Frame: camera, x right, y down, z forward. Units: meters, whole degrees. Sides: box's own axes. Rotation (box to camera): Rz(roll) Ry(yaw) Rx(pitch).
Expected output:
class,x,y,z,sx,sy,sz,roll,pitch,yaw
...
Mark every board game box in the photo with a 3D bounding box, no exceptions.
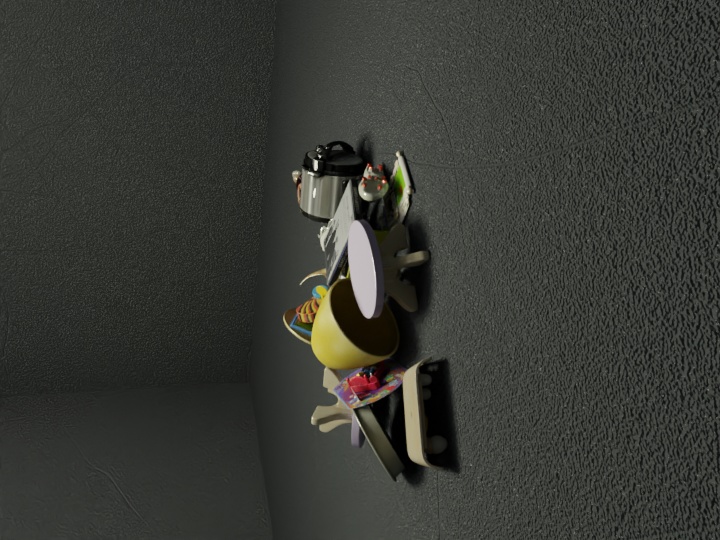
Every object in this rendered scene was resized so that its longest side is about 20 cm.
class,x,y,z,sx,sy,sz,roll,pitch,yaw
board game box,0.016,0.230,1.299,0.040,0.156,0.200,66,167,-13

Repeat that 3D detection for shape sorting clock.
class,x,y,z,sx,sy,sz,roll,pitch,yaw
shape sorting clock,-0.134,0.171,1.726,0.040,0.196,0.200,-68,24,19

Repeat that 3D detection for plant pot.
class,x,y,z,sx,sy,sz,roll,pitch,yaw
plant pot,-0.030,0.141,1.318,0.142,0.198,0.203,-43,44,33

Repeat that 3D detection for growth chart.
class,x,y,z,sx,sy,sz,roll,pitch,yaw
growth chart,0.078,-0.154,1.337,0.146,0.017,0.202,-106,24,-44

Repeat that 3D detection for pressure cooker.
class,x,y,z,sx,sy,sz,roll,pitch,yaw
pressure cooker,-0.075,-0.242,1.565,0.176,0.175,0.204,-119,33,-62

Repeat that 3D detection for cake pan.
class,x,y,z,sx,sy,sz,roll,pitch,yaw
cake pan,0.038,0.360,1.282,0.202,0.036,0.200,59,176,6

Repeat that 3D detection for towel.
class,x,y,z,sx,sy,sz,roll,pitch,yaw
towel,0.011,-0.003,1.354,0.018,0.084,0.203,-121,40,-53

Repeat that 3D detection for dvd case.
class,x,y,z,sx,sy,sz,roll,pitch,yaw
dvd case,-0.043,-0.086,1.365,0.152,0.024,0.202,-97,26,-44

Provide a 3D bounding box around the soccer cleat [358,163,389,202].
class,x,y,z,sx,sy,sz,roll,pitch,yaw
soccer cleat,0.030,-0.188,1.369,0.201,0.068,0.079,-83,0,-65

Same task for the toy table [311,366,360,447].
class,x,y,z,sx,sy,sz,roll,pitch,yaw
toy table,-0.039,0.333,1.452,0.184,0.115,0.204,-38,-43,-73

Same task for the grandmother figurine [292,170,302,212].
class,x,y,z,sx,sy,sz,roll,pitch,yaw
grandmother figurine,-0.225,-0.317,2.248,0.202,0.059,0.122,-111,35,-43

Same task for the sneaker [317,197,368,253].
class,x,y,z,sx,sy,sz,roll,pitch,yaw
sneaker,-0.034,-0.108,1.489,0.200,0.073,0.090,-49,42,38

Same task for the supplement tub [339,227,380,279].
class,x,y,z,sx,sy,sz,roll,pitch,yaw
supplement tub,0.000,0.000,1.438,0.107,0.105,0.204,-142,55,-68

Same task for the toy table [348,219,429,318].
class,x,y,z,sx,sy,sz,roll,pitch,yaw
toy table,0.053,-0.007,1.229,0.183,0.115,0.205,170,95,-66

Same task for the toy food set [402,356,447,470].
class,x,y,z,sx,sy,sz,roll,pitch,yaw
toy food set,0.126,0.277,1.135,0.144,0.059,0.204,111,157,-75

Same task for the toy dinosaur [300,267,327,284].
class,x,y,z,sx,sy,sz,roll,pitch,yaw
toy dinosaur,-0.068,-0.002,1.584,0.102,0.196,0.059,-62,-33,-45

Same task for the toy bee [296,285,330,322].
class,x,y,z,sx,sy,sz,roll,pitch,yaw
toy bee,-0.089,0.081,1.707,0.107,0.131,0.202,21,71,33
